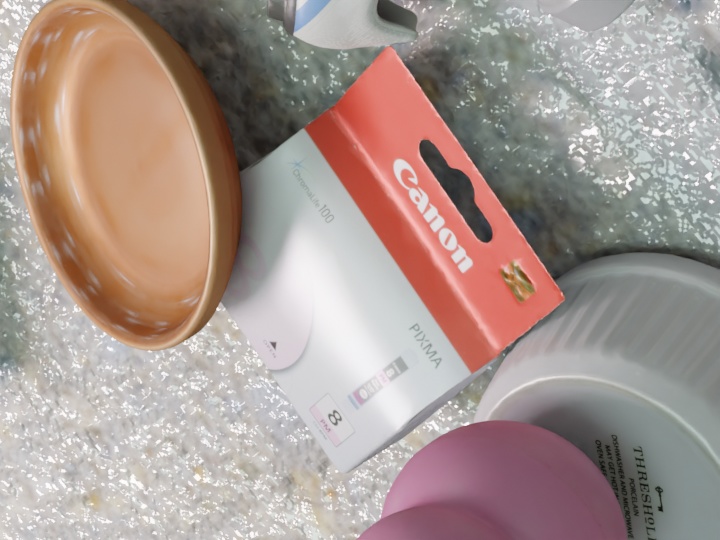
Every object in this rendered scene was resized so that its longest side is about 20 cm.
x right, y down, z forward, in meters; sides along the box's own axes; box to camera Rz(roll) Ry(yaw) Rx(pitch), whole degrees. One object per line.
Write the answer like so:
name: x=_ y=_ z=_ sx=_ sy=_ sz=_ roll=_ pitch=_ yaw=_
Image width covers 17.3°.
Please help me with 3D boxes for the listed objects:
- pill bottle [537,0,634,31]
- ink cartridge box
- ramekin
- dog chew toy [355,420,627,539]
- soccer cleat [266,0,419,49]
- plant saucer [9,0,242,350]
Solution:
pill bottle: x=0.041 y=-0.193 z=1.058 sx=0.199 sy=0.116 sz=0.116 roll=26 pitch=134 yaw=-19
ink cartridge box: x=0.000 y=0.000 z=1.242 sx=0.163 sy=0.057 sz=0.200 roll=55 pitch=148 yaw=7
ramekin: x=0.147 y=0.099 z=1.213 sx=0.202 sy=0.094 sz=0.203 roll=19 pitch=127 yaw=27
dog chew toy: x=0.044 y=0.158 z=1.122 sx=0.124 sy=0.200 sz=0.125 roll=18 pitch=126 yaw=26
soccer cleat: x=0.007 y=-0.201 z=1.155 sx=0.086 sy=0.070 sz=0.201 roll=8 pitch=122 yaw=1
plant saucer: x=-0.125 y=-0.056 z=1.297 sx=0.200 sy=0.037 sz=0.201 roll=25 pitch=124 yaw=45
